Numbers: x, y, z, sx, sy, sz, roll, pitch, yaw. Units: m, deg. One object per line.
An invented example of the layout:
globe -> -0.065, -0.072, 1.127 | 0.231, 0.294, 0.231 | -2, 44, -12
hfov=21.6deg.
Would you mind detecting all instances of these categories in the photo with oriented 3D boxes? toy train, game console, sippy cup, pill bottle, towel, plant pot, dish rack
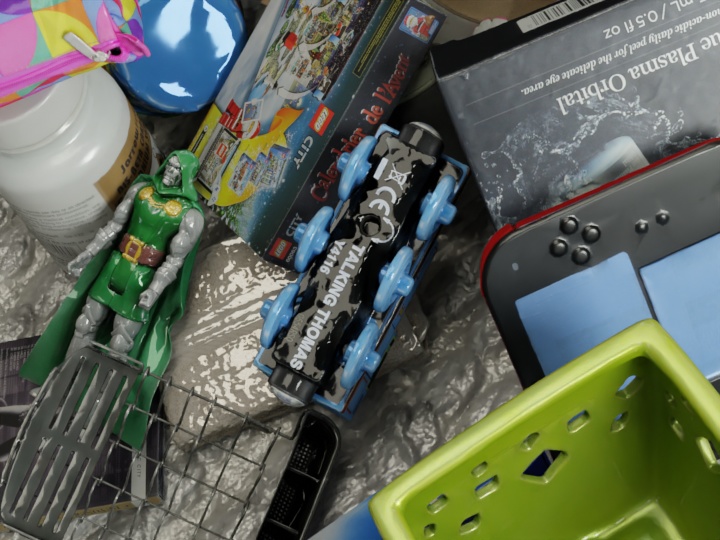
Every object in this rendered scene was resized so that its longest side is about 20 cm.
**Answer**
toy train -> 0.000, 0.000, 1.229 | 0.086, 0.114, 0.201 | 26, 83, 9
game console -> 0.179, 0.036, 1.160 | 0.176, 0.201, 0.031 | -22, 22, 6
sippy cup -> -0.141, -0.173, 1.390 | 0.176, 0.141, 0.130 | -16, 17, -11
pill bottle -> -0.210, -0.086, 1.352 | 0.113, 0.200, 0.115 | -8, 58, 14
towel -> -0.056, 0.033, 1.314 | 0.199, 0.034, 0.133 | -23, 67, 8
plant pot -> 0.145, 0.182, 1.074 | 0.199, 0.182, 0.200 | -32, 63, -2
dish rack -> -0.129, 0.136, 1.237 | 0.199, 0.055, 0.154 | 24, 68, -2

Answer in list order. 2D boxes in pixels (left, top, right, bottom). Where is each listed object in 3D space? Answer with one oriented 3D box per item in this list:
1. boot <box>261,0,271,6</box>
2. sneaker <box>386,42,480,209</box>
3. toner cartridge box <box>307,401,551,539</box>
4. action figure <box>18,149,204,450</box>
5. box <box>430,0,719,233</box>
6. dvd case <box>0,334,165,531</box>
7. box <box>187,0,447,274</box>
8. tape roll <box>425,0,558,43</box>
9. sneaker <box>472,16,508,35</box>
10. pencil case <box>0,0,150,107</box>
boot -> -0.089, -0.276, 1.395 | 0.199, 0.075, 0.108 | 34, 108, 18
sneaker -> 0.013, -0.077, 1.344 | 0.199, 0.107, 0.075 | -19, 23, 47
toner cartridge box -> 0.032, 0.172, 1.180 | 0.199, 0.095, 0.043 | -34, 54, -3
action figure -> -0.160, 0.008, 1.308 | 0.118, 0.055, 0.201 | 26, 94, 22
box -> 0.171, -0.078, 1.205 | 0.195, 0.201, 0.118 | -22, 14, 6
dvd case -> -0.233, 0.113, 1.354 | 0.198, 0.016, 0.150 | -12, 56, 13
box -> -0.038, -0.117, 1.292 | 0.137, 0.038, 0.201 | 41, 105, 47
tape roll -> 0.090, -0.216, 1.327 | 0.201, 0.203, 0.037 | 8, 63, 23
sneaker -> 0.152, -0.110, 1.320 | 0.199, 0.081, 0.089 | 13, 67, 35
pencil case -> -0.237, -0.147, 1.227 | 0.198, 0.089, 0.089 | -18, 56, 10
